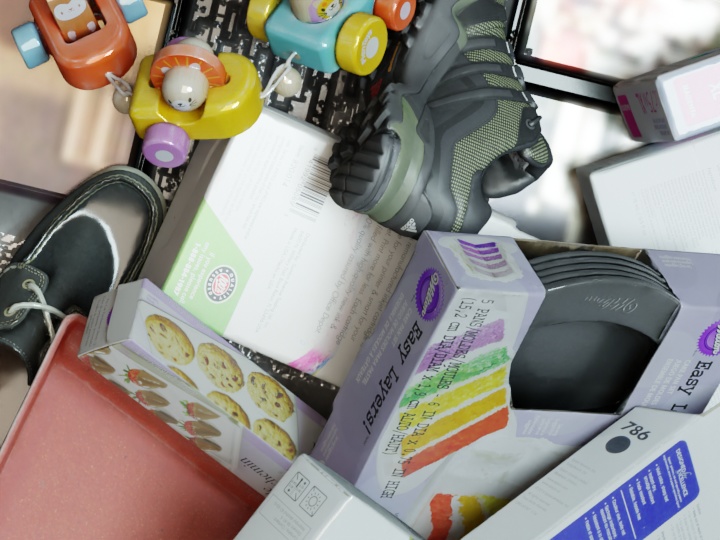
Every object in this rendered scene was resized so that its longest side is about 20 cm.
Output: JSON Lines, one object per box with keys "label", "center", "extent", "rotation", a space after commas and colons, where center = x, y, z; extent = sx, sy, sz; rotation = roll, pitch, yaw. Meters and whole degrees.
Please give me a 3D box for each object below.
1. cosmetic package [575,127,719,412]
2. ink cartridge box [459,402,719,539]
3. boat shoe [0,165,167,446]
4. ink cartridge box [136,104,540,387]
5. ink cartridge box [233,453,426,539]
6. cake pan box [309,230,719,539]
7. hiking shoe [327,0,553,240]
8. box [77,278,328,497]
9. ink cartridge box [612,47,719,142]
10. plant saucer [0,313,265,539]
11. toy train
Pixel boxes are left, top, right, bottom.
{"label": "cosmetic package", "center": [0.216, 0.019, 1.525], "extent": [0.151, 0.052, 0.200], "rotation": [-17, 97, -2]}
{"label": "ink cartridge box", "center": [0.116, 0.141, 1.420], "extent": [0.200, 0.039, 0.100], "rotation": [-33, 126, -21]}
{"label": "boat shoe", "center": [-0.166, 0.034, 1.483], "extent": [0.072, 0.068, 0.200], "rotation": [37, 87, -6]}
{"label": "ink cartridge box", "center": [0.000, 0.000, 1.486], "extent": [0.200, 0.067, 0.117], "rotation": [24, 93, -17]}
{"label": "ink cartridge box", "center": [-0.046, 0.198, 1.386], "extent": [0.200, 0.050, 0.109], "rotation": [-52, 132, -1]}
{"label": "cake pan box", "center": [0.082, 0.067, 1.436], "extent": [0.184, 0.052, 0.200], "rotation": [4, 129, -32]}
{"label": "hiking shoe", "center": [0.051, -0.084, 1.459], "extent": [0.101, 0.076, 0.200], "rotation": [36, 50, -17]}
{"label": "box", "center": [-0.060, 0.075, 1.462], "extent": [0.200, 0.039, 0.041], "rotation": [41, 47, -33]}
{"label": "ink cartridge box", "center": [0.238, -0.114, 1.481], "extent": [0.200, 0.119, 0.042], "rotation": [-21, 94, -4]}
{"label": "plant saucer", "center": [-0.123, 0.157, 1.452], "extent": [0.200, 0.037, 0.200], "rotation": [39, 59, -28]}
{"label": "toy train", "center": [-0.076, -0.135, 1.435], "extent": [0.200, 0.150, 0.056], "rotation": [-22, 141, 0]}
